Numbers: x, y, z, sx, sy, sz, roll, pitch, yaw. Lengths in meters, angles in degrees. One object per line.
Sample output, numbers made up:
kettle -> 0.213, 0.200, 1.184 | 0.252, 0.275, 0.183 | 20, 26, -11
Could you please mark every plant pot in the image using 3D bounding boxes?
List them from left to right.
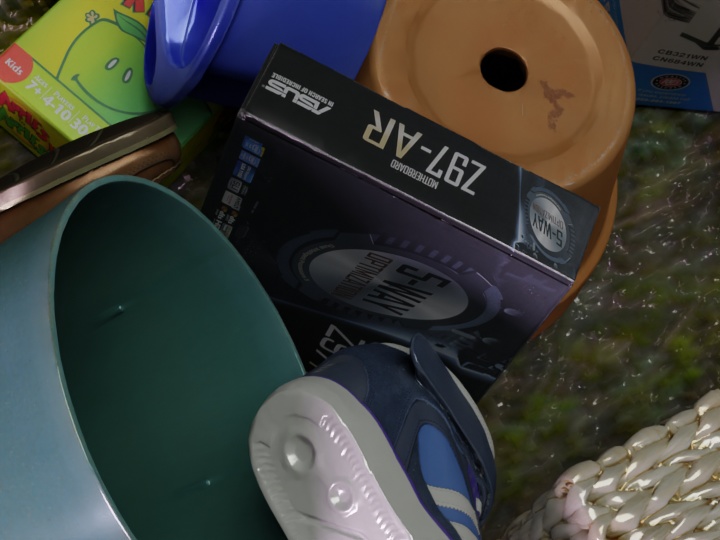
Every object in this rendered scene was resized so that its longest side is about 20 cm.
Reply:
plant pot -> -0.129, 0.083, 0.712 | 0.160, 0.200, 0.203 | -24, 70, 21
plant pot -> 0.053, -0.072, 0.860 | 0.197, 0.140, 0.202 | 5, 66, -12

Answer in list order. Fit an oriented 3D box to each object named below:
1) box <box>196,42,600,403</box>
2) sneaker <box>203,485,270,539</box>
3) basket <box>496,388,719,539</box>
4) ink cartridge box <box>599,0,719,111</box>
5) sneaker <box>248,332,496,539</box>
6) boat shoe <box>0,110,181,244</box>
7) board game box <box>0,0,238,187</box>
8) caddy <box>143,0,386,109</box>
box -> 0.000, 0.000, 0.780 | 0.159, 0.200, 0.044 | 27, 57, -3
sneaker -> 0.016, 0.163, 0.786 | 0.198, 0.074, 0.116 | 29, 66, 1
basket -> 0.171, 0.152, 0.765 | 0.197, 0.200, 0.162 | -24, 73, -23
ink cartridge box -> 0.229, -0.170, 0.913 | 0.144, 0.200, 0.085 | 4, 66, -13
sneaker -> 0.038, 0.124, 0.728 | 0.146, 0.080, 0.202 | -13, 74, -62
boat shoe -> -0.167, -0.007, 0.800 | 0.198, 0.072, 0.069 | -28, 101, 1
board game box -> -0.097, -0.128, 0.894 | 0.101, 0.048, 0.200 | 39, 64, 4
caddy -> -0.050, -0.169, 0.806 | 0.104, 0.141, 0.202 | 18, 79, -23
